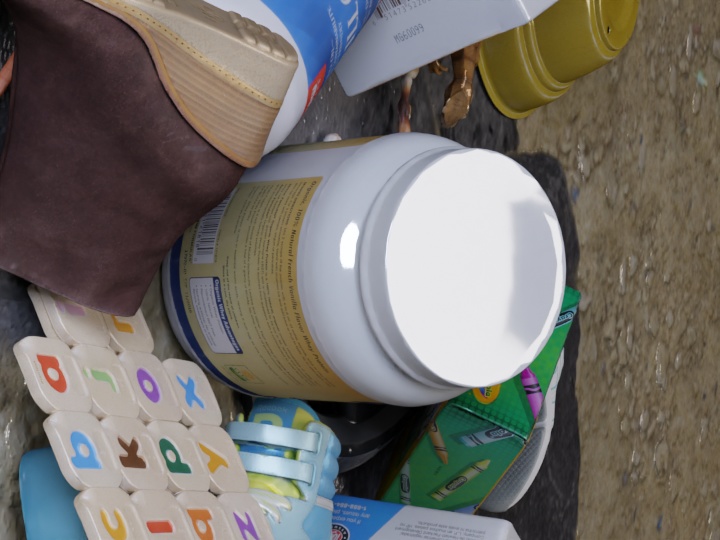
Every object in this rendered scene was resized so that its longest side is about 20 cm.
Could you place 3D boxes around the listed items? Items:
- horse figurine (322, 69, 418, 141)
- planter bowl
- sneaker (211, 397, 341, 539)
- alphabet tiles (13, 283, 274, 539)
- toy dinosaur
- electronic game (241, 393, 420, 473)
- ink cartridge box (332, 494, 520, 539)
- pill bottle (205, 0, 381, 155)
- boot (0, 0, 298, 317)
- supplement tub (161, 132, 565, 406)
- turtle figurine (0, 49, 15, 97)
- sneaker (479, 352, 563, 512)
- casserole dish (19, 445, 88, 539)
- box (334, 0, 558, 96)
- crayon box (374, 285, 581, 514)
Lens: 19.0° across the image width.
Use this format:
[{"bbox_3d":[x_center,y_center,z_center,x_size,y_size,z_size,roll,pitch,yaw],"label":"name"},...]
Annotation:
[{"bbox_3d":[0.031,-0.039,1.429,0.200,0.050,0.133,65,33,-41],"label":"horse figurine"},{"bbox_3d":[0.159,-0.213,1.622,0.200,0.083,0.201,-21,114,-62],"label":"planter bowl"},{"bbox_3d":[-0.069,0.139,1.221,0.200,0.079,0.131,-11,107,-73],"label":"sneaker"},{"bbox_3d":[-0.107,0.096,1.089,0.200,0.015,0.196,66,17,14],"label":"alphabet tiles"},{"bbox_3d":[0.058,-0.197,1.426,0.106,0.060,0.201,-25,100,-83],"label":"toy dinosaur"},{"bbox_3d":[-0.003,0.033,1.343,0.200,0.042,0.201,-26,125,-44],"label":"electronic game"},{"bbox_3d":[0.010,0.249,1.323,0.084,0.146,0.200,60,43,-52],"label":"ink cartridge box"},{"bbox_3d":[-0.067,-0.127,1.141,0.200,0.112,0.112,-59,144,-42],"label":"pill bottle"},{"bbox_3d":[-0.142,-0.071,0.992,0.200,0.072,0.166,26,113,-30],"label":"boot"},{"bbox_3d":[0.000,0.000,1.160,0.144,0.200,0.145,0,89,-37],"label":"supplement tub"},{"bbox_3d":[-0.133,-0.187,1.049,0.161,0.064,0.200,-26,137,-58],"label":"turtle figurine"},{"bbox_3d":[0.124,0.088,1.618,0.080,0.070,0.201,43,56,-62],"label":"sneaker"},{"bbox_3d":[-0.112,0.164,1.062,0.121,0.039,0.200,43,22,-44],"label":"casserole dish"},{"bbox_3d":[0.072,-0.209,1.306,0.200,0.152,0.107,-39,104,-44],"label":"box"},{"bbox_3d":[0.072,0.095,1.413,0.200,0.058,0.119,118,-4,-57],"label":"crayon box"}]
